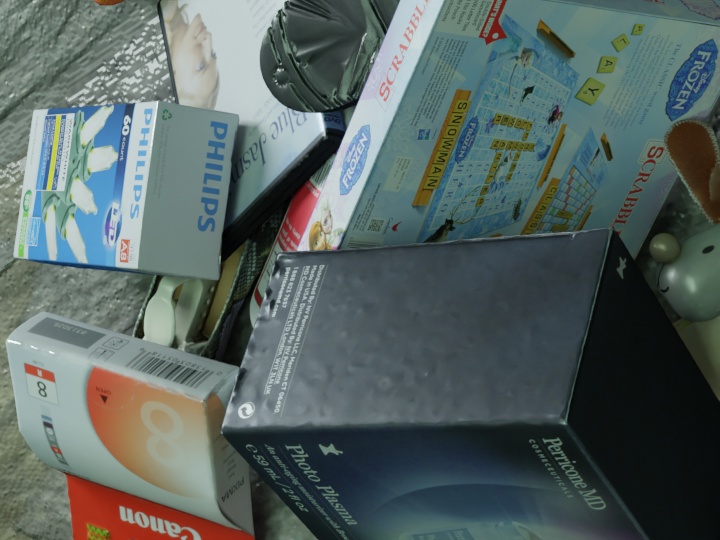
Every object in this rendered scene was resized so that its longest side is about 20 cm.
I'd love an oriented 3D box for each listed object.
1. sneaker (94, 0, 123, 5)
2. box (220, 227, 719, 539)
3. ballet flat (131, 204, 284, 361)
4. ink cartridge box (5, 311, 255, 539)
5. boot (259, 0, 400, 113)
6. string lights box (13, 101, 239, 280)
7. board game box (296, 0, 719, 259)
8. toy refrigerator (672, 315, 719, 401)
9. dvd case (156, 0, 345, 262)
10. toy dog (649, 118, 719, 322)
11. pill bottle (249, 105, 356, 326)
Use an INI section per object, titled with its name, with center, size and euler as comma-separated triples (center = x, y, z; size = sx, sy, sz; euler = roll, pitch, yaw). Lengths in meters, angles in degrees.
[sneaker]
center = -0.112, -0.240, 1.349
size = 0.077, 0.073, 0.200
euler = 44, 118, 7
[box]
center = 0.068, 0.086, 1.109
size = 0.198, 0.200, 0.124
euler = -5, 52, 30
[ballet flat]
center = -0.100, -0.009, 1.371
size = 0.072, 0.072, 0.201
euler = 28, 109, 24
[ink cartridge box]
center = -0.149, 0.137, 1.393
size = 0.162, 0.050, 0.201
euler = 14, 121, 28
[boot]
center = 0.055, -0.160, 1.207
size = 0.198, 0.162, 0.074
euler = -38, 78, 28
[string lights box]
center = -0.150, -0.051, 1.339
size = 0.200, 0.059, 0.103
euler = 3, 86, 60
[board game box]
center = 0.089, -0.070, 1.165
size = 0.041, 0.199, 0.200
euler = 60, 135, 45
[toy refrigerator]
center = 0.155, 0.088, 1.231
size = 0.200, 0.076, 0.070
euler = -33, 80, 30
[dvd case]
center = -0.071, -0.125, 1.305
size = 0.143, 0.017, 0.201
euler = -42, 50, 41
[toy dog]
center = 0.215, -0.076, 1.117
size = 0.096, 0.200, 0.132
euler = 37, 163, -17
[pill bottle]
center = 0.000, 0.000, 1.288
size = 0.112, 0.112, 0.201
euler = 32, 111, 23
